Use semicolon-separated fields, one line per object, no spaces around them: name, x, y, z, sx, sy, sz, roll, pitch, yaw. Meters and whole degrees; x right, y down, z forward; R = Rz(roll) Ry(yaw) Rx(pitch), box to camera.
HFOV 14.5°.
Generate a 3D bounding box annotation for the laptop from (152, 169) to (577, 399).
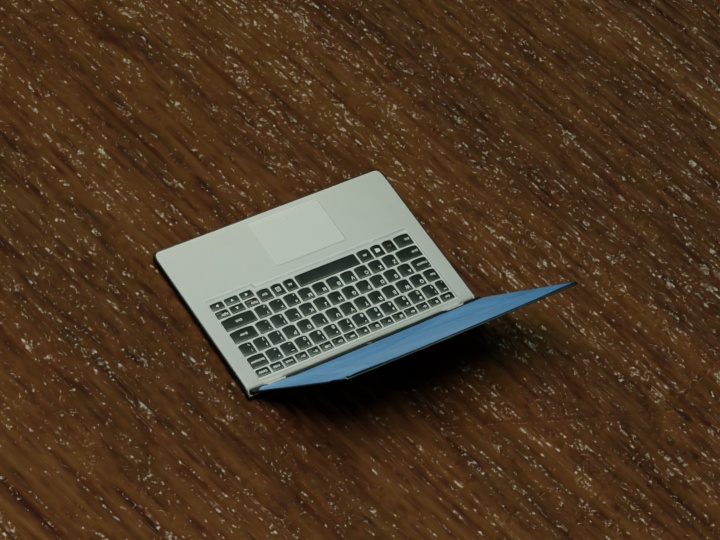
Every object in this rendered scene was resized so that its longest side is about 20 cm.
laptop;0.000;0.000;1.836;0.187;0.116;0.200;-21;60;-29
